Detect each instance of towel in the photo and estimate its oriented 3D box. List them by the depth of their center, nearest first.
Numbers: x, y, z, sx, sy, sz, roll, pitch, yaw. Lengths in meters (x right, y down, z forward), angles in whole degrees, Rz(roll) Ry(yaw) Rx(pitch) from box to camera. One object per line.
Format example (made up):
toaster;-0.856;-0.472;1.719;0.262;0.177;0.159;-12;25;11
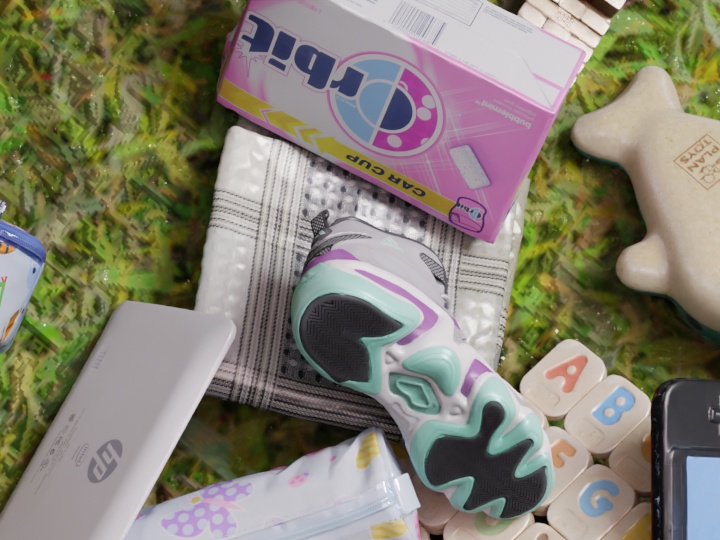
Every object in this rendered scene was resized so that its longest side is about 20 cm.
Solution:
towel;0.000;0.000;1.584;0.191;0.035;0.201;14;62;-7

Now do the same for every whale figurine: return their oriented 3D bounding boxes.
whale figurine;0.218;-0.034;1.635;0.159;0.104;0.200;-40;64;-14

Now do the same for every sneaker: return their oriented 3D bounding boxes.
sneaker;0.041;0.040;1.528;0.078;0.140;0.200;-32;116;20

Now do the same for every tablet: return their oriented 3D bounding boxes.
tablet;-0.151;0.108;1.516;0.014;0.130;0.201;37;73;-32

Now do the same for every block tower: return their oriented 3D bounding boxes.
block tower;0.133;-0.169;1.655;0.058;0.054;0.200;35;76;-2

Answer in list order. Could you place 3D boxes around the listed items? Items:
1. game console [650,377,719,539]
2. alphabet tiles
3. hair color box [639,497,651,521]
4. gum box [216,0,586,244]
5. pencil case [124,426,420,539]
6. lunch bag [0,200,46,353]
game console;0.259;0.159;1.476;0.172;0.118;0.201;5;81;-35
alphabet tiles;0.091;0.133;1.548;0.195;0.015;0.200;-42;52;-11
hair color box;0.240;0.109;1.596;0.200;0.100;0.061;-41;91;-14
gum box;0.017;-0.116;1.571;0.199;0.114;0.066;27;44;3
pencil case;-0.064;0.154;1.519;0.199;0.091;0.084;-18;72;-1
lunch bag;-0.257;-0.011;1.477;0.160;0.200;0.076;23;80;-5
